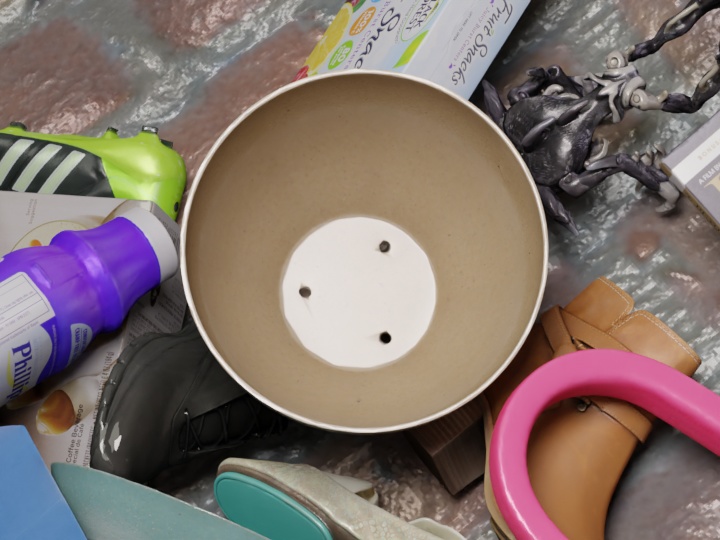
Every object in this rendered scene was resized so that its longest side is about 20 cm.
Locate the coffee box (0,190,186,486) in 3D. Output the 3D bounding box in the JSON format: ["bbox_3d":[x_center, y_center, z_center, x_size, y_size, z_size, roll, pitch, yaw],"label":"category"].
[{"bbox_3d":[-0.181,0.060,1.450,0.114,0.080,0.200,5,72,20],"label":"coffee box"}]

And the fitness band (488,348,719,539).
[{"bbox_3d":[0.160,0.126,1.273,0.200,0.037,0.144,33,63,3],"label":"fitness band"}]

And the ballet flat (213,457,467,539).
[{"bbox_3d":[0.006,0.156,1.365,0.200,0.068,0.062,30,46,28],"label":"ballet flat"}]

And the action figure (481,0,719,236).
[{"bbox_3d":[0.153,-0.090,1.422,0.200,0.102,0.119,-34,61,13],"label":"action figure"}]

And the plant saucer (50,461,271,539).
[{"bbox_3d":[-0.084,0.161,1.303,0.200,0.200,0.036,17,75,28],"label":"plant saucer"}]

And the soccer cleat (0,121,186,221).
[{"bbox_3d":[-0.209,-0.052,1.560,0.200,0.068,0.081,1,75,21],"label":"soccer cleat"}]

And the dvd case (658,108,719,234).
[{"bbox_3d":[0.287,-0.034,1.333,0.149,0.016,0.200,-40,82,-5],"label":"dvd case"}]

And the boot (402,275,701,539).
[{"bbox_3d":[0.132,0.099,1.334,0.155,0.074,0.200,-36,57,-7],"label":"boot"}]

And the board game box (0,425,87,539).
[{"bbox_3d":[-0.207,0.181,1.279,0.158,0.039,0.200,-41,44,2],"label":"board game box"}]

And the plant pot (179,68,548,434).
[{"bbox_3d":[0.000,0.000,1.355,0.200,0.134,0.201,0,79,-2],"label":"plant pot"}]

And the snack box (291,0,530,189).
[{"bbox_3d":[0.030,-0.142,1.489,0.142,0.053,0.200,2,56,59],"label":"snack box"}]

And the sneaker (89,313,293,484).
[{"bbox_3d":[-0.085,0.071,1.393,0.091,0.076,0.200,24,39,18],"label":"sneaker"}]

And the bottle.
[{"bbox_3d":[-0.194,0.030,1.350,0.200,0.084,0.065,-32,70,-29],"label":"bottle"}]
